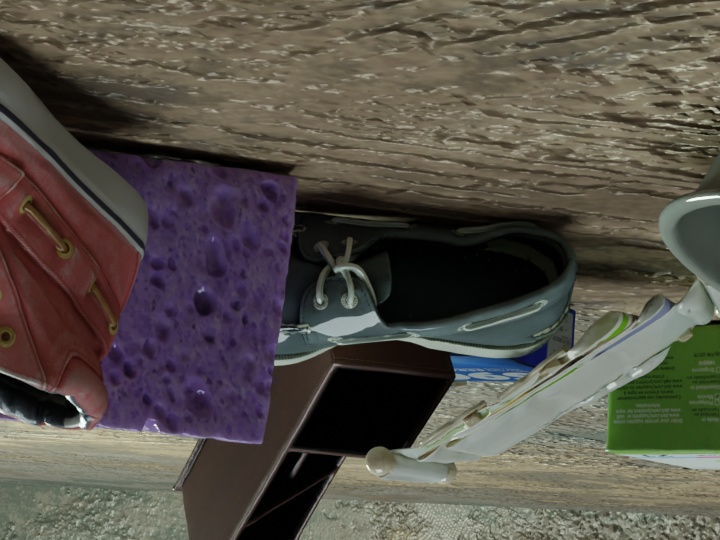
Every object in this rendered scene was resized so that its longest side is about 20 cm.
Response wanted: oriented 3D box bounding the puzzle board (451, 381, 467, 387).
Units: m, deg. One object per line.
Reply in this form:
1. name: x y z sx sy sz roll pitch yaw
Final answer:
1. puzzle board: -0.054 0.075 1.108 0.150 0.017 0.200 -1 -179 41

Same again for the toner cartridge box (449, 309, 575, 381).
1. toner cartridge box: 0.011 0.036 1.035 0.199 0.043 0.095 -1 167 29

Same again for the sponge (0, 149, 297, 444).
1. sponge: -0.129 0.005 0.734 0.199 0.112 0.030 7 180 -14

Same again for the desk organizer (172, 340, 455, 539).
1. desk organizer: -0.027 0.084 0.940 0.071 0.077 0.200 8 134 -24

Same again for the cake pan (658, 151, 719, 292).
1. cake pan: 0.205 0.000 0.646 0.200 0.037 0.200 21 170 4

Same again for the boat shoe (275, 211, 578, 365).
1. boat shoe: 0.000 0.000 0.807 0.199 0.073 0.062 4 156 -12

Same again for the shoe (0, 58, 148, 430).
1. shoe: -0.140 -0.014 0.623 0.071 0.091 0.200 -5 155 25

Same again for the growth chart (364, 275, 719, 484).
1. growth chart: 0.099 0.053 0.893 0.200 0.018 0.145 -31 163 3

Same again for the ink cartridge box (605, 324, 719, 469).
1. ink cartridge box: 0.265 0.085 1.105 0.147 0.076 0.200 -5 165 42
